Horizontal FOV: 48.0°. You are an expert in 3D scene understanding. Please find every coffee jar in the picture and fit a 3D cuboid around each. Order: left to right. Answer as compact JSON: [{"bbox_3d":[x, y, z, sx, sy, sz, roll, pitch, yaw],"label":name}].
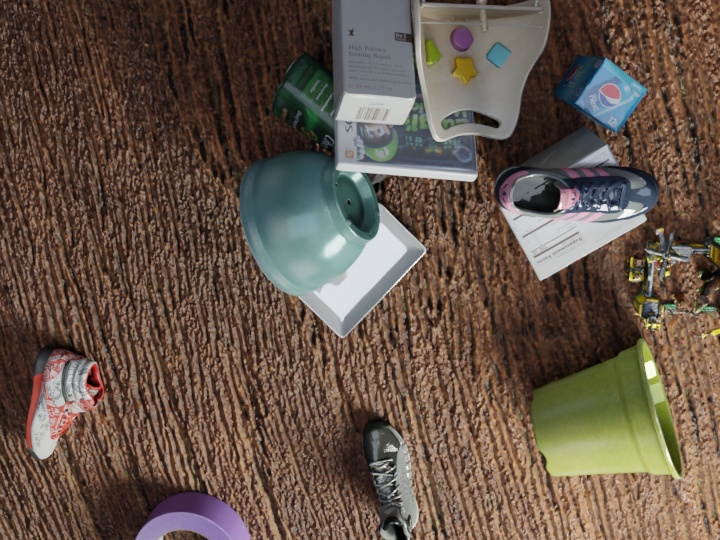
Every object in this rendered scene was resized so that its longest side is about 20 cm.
[{"bbox_3d":[-0.027,-0.211,1.152,0.198,0.104,0.086,35,73,-3],"label":"coffee jar"}]

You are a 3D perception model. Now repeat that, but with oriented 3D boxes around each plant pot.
[{"bbox_3d":[-0.055,-0.080,1.128,0.132,0.200,0.204,-17,104,29],"label":"plant pot"},{"bbox_3d":[0.356,0.222,1.196,0.181,0.201,0.204,-18,103,23],"label":"plant pot"}]

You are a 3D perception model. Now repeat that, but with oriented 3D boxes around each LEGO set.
[{"bbox_3d":[0.486,0.024,1.148,0.195,0.116,0.158,9,106,5],"label":"LEGO set"}]

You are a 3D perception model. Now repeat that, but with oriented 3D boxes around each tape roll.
[{"bbox_3d":[-0.291,0.491,1.402,0.195,0.066,0.205,2,106,7],"label":"tape roll"}]

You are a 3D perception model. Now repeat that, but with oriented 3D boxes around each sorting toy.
[{"bbox_3d":[0.146,-0.266,1.081,0.195,0.107,0.185,-4,94,-18],"label":"sorting toy"}]

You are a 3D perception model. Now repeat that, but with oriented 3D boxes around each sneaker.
[{"bbox_3d":[-0.492,0.234,1.354,0.105,0.067,0.206,12,104,6],"label":"sneaker"},{"bbox_3d":[0.049,0.351,1.294,0.073,0.116,0.204,-16,103,11],"label":"sneaker"},{"bbox_3d":[0.257,-0.086,0.955,0.195,0.082,0.072,0,104,8],"label":"sneaker"}]

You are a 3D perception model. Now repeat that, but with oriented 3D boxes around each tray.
[{"bbox_3d":[0.000,0.000,1.252,0.107,0.022,0.200,42,106,-6],"label":"tray"}]

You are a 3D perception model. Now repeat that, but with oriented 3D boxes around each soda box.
[{"bbox_3d":[0.308,-0.234,1.056,0.067,0.200,0.065,33,107,-4],"label":"soda box"}]

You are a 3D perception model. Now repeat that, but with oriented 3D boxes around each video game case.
[{"bbox_3d":[0.061,-0.216,1.105,0.195,0.023,0.186,3,70,-13],"label":"video game case"}]

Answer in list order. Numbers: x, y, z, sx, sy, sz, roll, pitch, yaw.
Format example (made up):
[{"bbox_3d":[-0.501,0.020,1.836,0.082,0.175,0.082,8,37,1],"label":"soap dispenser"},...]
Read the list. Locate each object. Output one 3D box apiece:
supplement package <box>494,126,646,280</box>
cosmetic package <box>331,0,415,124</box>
[{"bbox_3d":[0.275,-0.097,1.098,0.154,0.200,0.112,-31,99,14],"label":"supplement package"},{"bbox_3d":[0.015,-0.300,1.074,0.099,0.074,0.205,1,71,-13],"label":"cosmetic package"}]
